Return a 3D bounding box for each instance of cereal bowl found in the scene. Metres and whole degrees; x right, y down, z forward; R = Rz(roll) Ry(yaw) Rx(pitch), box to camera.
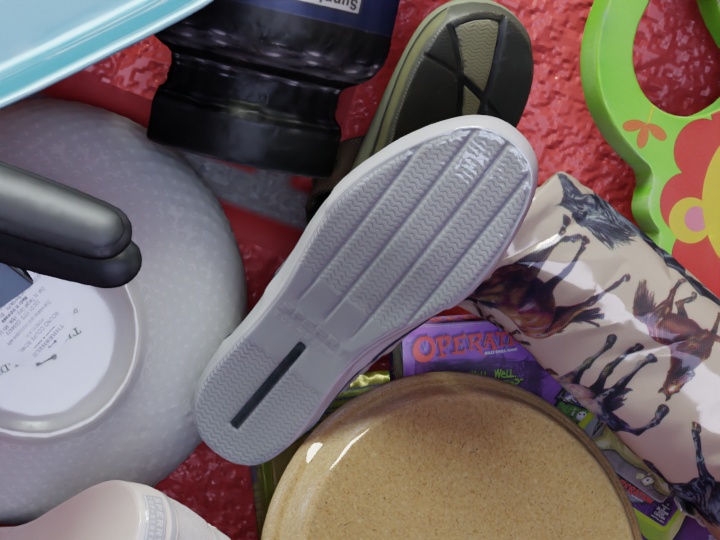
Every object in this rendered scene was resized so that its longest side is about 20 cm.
[{"bbox_3d":[-0.147,0.024,1.031,0.200,0.083,0.200,-1,99,-8],"label":"cereal bowl"}]

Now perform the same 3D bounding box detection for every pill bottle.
[{"bbox_3d":[-0.033,-0.147,1.009,0.112,0.112,0.200,12,97,-10],"label":"pill bottle"}]

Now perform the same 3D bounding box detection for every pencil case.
[{"bbox_3d":[0.125,0.041,1.022,0.200,0.078,0.089,42,108,-2],"label":"pencil case"}]

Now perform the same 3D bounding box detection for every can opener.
[{"bbox_3d":[-0.180,-0.038,0.913,0.200,0.063,0.079,19,78,18],"label":"can opener"}]

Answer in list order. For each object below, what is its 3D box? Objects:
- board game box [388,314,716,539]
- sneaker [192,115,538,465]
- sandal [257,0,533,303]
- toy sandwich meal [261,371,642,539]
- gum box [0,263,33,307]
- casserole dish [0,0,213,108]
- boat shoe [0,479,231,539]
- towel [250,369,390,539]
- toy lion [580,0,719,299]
[{"bbox_3d":[0.113,0.077,1.084,0.200,0.032,0.120,-3,100,-14],"label":"board game box"},{"bbox_3d":[0.000,0.000,0.993,0.073,0.071,0.200,44,114,-8],"label":"sneaker"},{"bbox_3d":[0.015,-0.039,1.057,0.080,0.057,0.201,19,111,-32],"label":"sandal"},{"bbox_3d":[0.032,0.145,1.022,0.205,0.070,0.205,4,78,-19],"label":"toy sandwich meal"},{"bbox_3d":[-0.268,-0.004,0.981,0.200,0.045,0.170,-36,68,1],"label":"gum box"},{"bbox_3d":[-0.137,-0.136,0.922,0.200,0.039,0.121,-29,98,-18],"label":"casserole dish"},{"bbox_3d":[-0.132,0.141,1.017,0.069,0.200,0.072,27,49,-33],"label":"boat shoe"},{"bbox_3d":[0.044,0.113,1.104,0.200,0.023,0.144,-8,98,-8],"label":"towel"},{"bbox_3d":[0.187,-0.063,1.067,0.200,0.069,0.192,30,85,-11],"label":"toy lion"}]
